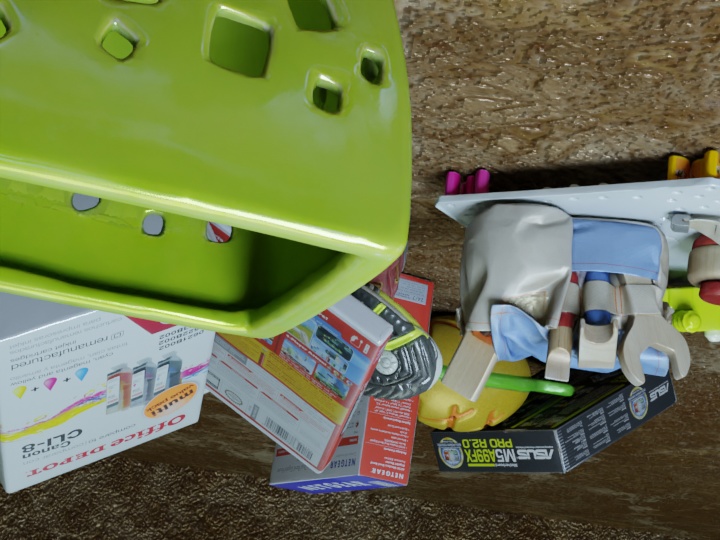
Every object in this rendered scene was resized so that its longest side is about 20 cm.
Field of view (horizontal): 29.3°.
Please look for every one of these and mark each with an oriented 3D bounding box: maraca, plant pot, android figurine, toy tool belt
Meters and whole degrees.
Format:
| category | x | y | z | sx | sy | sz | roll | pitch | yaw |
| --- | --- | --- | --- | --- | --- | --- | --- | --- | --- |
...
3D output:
| category | x | y | z | sx | sy | sz | roll | pitch | yaw |
| --- | --- | --- | --- | --- | --- | --- | --- | --- | --- |
| maraca | 0.110 | 0.101 | 1.310 | 0.199 | 0.108 | 0.137 | 10 | 180 | -29 |
| plant pot | -0.091 | -0.089 | 0.563 | 0.199 | 0.183 | 0.199 | 13 | 164 | -16 |
| android figurine | 0.221 | 0.032 | 1.031 | 0.181 | 0.041 | 0.200 | -2 | -179 | -17 |
| toy tool belt | 0.156 | 0.033 | 0.897 | 0.199 | 0.124 | 0.125 | 5 | 165 | 12 |

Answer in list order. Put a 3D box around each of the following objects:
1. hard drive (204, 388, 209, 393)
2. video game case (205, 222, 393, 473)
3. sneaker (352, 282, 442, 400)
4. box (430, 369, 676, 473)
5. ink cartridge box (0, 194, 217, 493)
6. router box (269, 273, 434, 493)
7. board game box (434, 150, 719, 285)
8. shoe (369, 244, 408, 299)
| category | x | y | z | sx | sy | sz | roll | pitch | yaw |
| --- | --- | --- | --- | --- | --- | --- | --- | --- | --- |
| hard drive | -0.130 | 0.074 | 1.098 | 0.131 | 0.026 | 0.200 | -8 | -172 | 35 |
| video game case | -0.060 | 0.048 | 0.905 | 0.143 | 0.017 | 0.200 | 36 | 148 | 9 |
| sneaker | -0.024 | 0.021 | 0.942 | 0.199 | 0.076 | 0.076 | 28 | -156 | 24 |
| box | 0.192 | 0.145 | 1.365 | 0.160 | 0.045 | 0.200 | -7 | -169 | 45 |
| ink cartridge box | -0.183 | 0.018 | 0.871 | 0.145 | 0.145 | 0.200 | -19 | 153 | -22 |
| router box | -0.012 | 0.106 | 1.251 | 0.049 | 0.181 | 0.200 | 15 | 164 | -23 |
| board game box | 0.183 | -0.030 | 0.940 | 0.199 | 0.026 | 0.200 | -2 | 163 | 34 |
| shoe | 0.000 | 0.000 | 1.019 | 0.071 | 0.092 | 0.200 | 6 | 165 | 8 |
